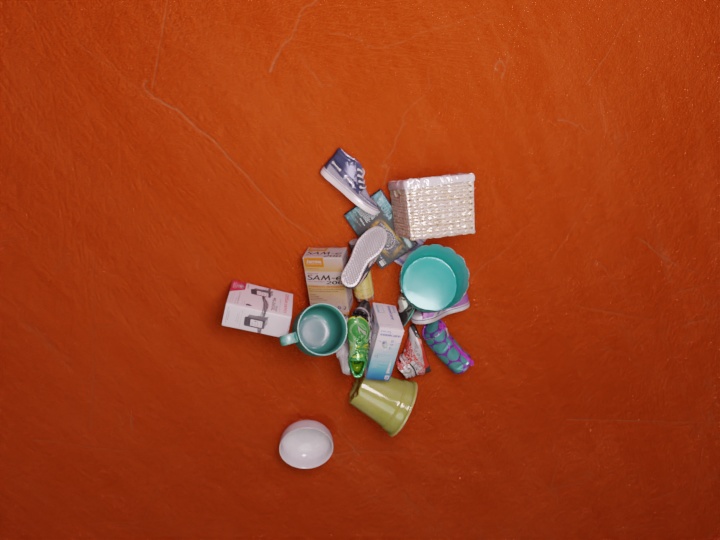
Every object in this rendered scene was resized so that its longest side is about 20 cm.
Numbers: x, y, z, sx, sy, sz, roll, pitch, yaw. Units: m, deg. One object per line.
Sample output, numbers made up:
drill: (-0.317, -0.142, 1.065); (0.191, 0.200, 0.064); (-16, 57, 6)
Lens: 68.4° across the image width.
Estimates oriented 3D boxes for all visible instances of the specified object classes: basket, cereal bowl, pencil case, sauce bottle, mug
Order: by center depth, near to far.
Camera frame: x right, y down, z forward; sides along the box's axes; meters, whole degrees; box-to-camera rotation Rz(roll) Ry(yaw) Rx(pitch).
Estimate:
basket: (0.191, -0.177, 1.444); (0.197, 0.198, 0.163); (-6, 100, -9)
mug: (-0.141, 0.173, 1.570); (0.183, 0.114, 0.154); (20, 74, -16)
sauce bottle: (0.000, 0.000, 1.628); (0.065, 0.066, 0.202); (-9, 116, 0)
pencil case: (0.291, 0.256, 1.775); (0.092, 0.086, 0.200); (-20, 123, 38)
cereal bowl: (-0.197, 0.618, 1.924); (0.197, 0.084, 0.202); (-2, 118, -5)

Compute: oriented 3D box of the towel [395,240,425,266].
towel: (0.136, -0.117, 1.600); (0.146, 0.024, 0.201); (31, 111, -20)

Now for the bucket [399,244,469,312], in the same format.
bucket: (0.212, 0.030, 1.578); (0.204, 0.135, 0.210); (0, 80, 0)

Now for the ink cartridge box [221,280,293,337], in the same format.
ink cartridge box: (-0.308, 0.117, 1.614); (0.197, 0.146, 0.084); (13, 116, -12)

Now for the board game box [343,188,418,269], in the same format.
board game box: (0.061, -0.121, 1.562); (0.134, 0.028, 0.201); (-32, 103, 14)

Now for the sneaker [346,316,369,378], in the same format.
sneaker: (-0.003, 0.229, 1.575); (0.073, 0.084, 0.202); (-5, 114, -5)

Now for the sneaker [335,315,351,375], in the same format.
sneaker: (-0.085, 0.238, 1.694); (0.114, 0.203, 0.074); (-6, 159, 3)

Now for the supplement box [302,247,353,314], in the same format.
supplement box: (-0.097, 0.033, 1.613); (0.124, 0.074, 0.202); (0, 119, 13)

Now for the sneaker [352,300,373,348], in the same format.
sneaker: (0.010, 0.177, 1.657); (0.066, 0.091, 0.202); (10, 126, 12)

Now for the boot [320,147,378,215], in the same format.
boot: (-0.011, -0.247, 1.476); (0.199, 0.073, 0.091); (38, 106, -8)

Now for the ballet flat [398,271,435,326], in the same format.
ballet flat: (0.163, 0.084, 1.690); (0.068, 0.068, 0.201); (33, 101, -10)

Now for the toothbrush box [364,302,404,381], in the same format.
toothbrush box: (0.066, 0.229, 1.705); (0.084, 0.147, 0.202); (8, 118, -13)

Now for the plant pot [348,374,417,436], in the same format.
plant pot: (0.066, 0.430, 1.804); (0.183, 0.201, 0.202); (28, 113, -5)

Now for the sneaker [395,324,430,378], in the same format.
sneaker: (0.164, 0.280, 1.787); (0.107, 0.067, 0.203); (-19, 120, 2)

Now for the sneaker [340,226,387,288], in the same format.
sneaker: (0.007, -0.037, 1.542); (0.078, 0.079, 0.201); (34, 81, 6)

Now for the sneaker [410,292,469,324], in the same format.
sneaker: (0.244, 0.092, 1.698); (0.198, 0.073, 0.115); (-22, 115, -5)
